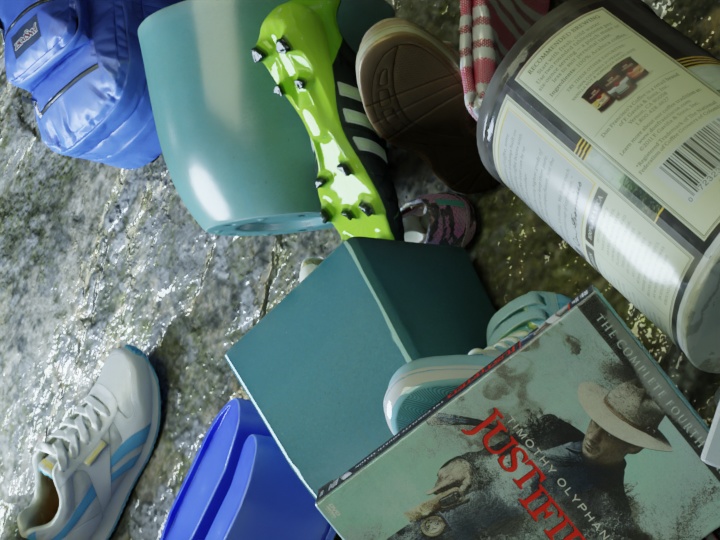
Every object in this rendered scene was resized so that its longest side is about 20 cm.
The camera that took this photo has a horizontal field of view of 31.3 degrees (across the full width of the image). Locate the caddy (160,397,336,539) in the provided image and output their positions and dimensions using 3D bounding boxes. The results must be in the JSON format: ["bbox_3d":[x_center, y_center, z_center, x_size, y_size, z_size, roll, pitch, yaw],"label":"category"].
[{"bbox_3d":[-0.075,0.196,0.987,0.200,0.105,0.141,-64,24,11],"label":"caddy"}]

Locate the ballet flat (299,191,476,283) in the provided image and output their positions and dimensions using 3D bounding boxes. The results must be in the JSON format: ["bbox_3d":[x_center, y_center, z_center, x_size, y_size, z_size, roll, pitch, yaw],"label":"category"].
[{"bbox_3d":[0.000,0.000,0.986,0.200,0.071,0.069,-38,55,31],"label":"ballet flat"}]

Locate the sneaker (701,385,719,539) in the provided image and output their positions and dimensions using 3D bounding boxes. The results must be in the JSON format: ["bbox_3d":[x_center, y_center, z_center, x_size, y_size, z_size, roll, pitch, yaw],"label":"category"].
[{"bbox_3d":[0.211,0.159,0.742,0.087,0.074,0.200,-10,78,35],"label":"sneaker"}]

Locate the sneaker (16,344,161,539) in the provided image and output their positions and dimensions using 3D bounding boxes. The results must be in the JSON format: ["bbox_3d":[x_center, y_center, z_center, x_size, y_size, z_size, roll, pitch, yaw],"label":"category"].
[{"bbox_3d":[-0.245,0.162,1.171,0.076,0.081,0.200,24,95,46],"label":"sneaker"}]

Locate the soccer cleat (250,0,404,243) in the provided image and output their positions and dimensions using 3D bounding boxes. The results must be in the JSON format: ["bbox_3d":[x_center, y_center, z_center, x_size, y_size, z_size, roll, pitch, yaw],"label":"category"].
[{"bbox_3d":[-0.005,-0.097,0.897,0.067,0.081,0.200,1,121,47],"label":"soccer cleat"}]

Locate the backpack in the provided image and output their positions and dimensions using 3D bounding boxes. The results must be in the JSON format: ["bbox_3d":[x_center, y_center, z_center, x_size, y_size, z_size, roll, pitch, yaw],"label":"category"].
[{"bbox_3d":[-0.247,-0.200,1.210,0.162,0.168,0.200,-32,63,41],"label":"backpack"}]

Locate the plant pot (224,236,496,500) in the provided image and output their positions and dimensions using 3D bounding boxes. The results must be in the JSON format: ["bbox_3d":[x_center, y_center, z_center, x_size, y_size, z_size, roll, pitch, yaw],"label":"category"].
[{"bbox_3d":[0.035,0.102,0.887,0.141,0.141,0.200,-42,65,28],"label":"plant pot"}]

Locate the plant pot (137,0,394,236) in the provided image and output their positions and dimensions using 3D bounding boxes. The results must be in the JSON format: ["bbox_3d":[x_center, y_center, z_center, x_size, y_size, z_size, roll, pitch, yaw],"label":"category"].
[{"bbox_3d":[-0.066,-0.113,1.000,0.200,0.200,0.161,-8,84,42],"label":"plant pot"}]

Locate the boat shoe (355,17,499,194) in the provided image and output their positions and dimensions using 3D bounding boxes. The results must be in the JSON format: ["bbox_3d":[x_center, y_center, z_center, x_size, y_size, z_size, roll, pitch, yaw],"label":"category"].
[{"bbox_3d":[0.050,-0.122,0.885,0.072,0.200,0.065,-23,60,19],"label":"boat shoe"}]

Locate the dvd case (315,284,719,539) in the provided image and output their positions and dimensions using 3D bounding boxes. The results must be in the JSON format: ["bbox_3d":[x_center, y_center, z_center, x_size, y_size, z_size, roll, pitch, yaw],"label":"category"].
[{"bbox_3d":[0.094,0.124,0.711,0.200,0.022,0.146,-38,92,12],"label":"dvd case"}]

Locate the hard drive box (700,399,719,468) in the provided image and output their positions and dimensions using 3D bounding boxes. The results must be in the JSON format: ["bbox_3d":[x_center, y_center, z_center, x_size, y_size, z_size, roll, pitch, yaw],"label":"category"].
[{"bbox_3d":[0.274,0.024,0.661,0.077,0.156,0.200,21,93,45],"label":"hard drive box"}]

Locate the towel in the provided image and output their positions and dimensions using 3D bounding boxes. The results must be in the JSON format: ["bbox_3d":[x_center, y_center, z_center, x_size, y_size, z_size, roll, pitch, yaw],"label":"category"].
[{"bbox_3d":[0.105,-0.177,0.884,0.030,0.146,0.200,-6,75,25],"label":"towel"}]

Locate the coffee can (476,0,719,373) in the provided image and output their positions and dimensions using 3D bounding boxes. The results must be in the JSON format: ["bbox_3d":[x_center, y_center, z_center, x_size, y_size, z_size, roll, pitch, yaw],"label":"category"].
[{"bbox_3d":[0.185,-0.057,0.772,0.146,0.146,0.200,-56,49,18],"label":"coffee can"}]

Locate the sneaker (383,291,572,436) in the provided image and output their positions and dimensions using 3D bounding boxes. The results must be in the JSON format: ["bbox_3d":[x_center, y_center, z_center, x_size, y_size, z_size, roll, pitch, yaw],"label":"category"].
[{"bbox_3d":[0.088,0.063,0.808,0.080,0.200,0.131,-60,34,28],"label":"sneaker"}]
